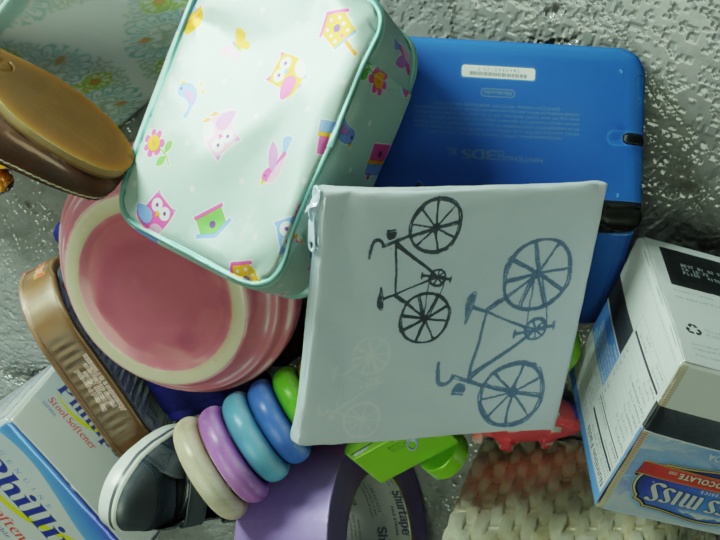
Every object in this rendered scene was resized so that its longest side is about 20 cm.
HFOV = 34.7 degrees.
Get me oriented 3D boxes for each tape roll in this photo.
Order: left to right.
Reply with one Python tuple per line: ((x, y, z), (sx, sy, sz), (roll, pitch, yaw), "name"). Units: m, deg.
((-0.019, 0.233, 0.947), (0.084, 0.200, 0.202), (-6, 117, 25), "tape roll")

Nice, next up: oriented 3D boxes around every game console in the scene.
((0.087, -0.059, 0.804), (0.197, 0.118, 0.174), (3, 83, 1), "game console")

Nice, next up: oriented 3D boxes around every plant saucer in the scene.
((-0.142, 0.006, 0.851), (0.198, 0.051, 0.203), (8, 116, 17), "plant saucer")

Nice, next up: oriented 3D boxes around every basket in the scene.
((0.173, 0.241, 0.884), (0.195, 0.200, 0.163), (-5, 112, 23), "basket")

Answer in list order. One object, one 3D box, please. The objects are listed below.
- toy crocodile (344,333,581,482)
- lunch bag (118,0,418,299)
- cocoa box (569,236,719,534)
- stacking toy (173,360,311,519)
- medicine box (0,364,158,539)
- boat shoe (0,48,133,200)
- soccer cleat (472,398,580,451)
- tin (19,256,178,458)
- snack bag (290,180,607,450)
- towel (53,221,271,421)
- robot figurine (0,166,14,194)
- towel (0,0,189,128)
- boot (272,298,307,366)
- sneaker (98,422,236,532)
((0.072, 0.093, 0.837), (0.199, 0.062, 0.067), (-37, 121, 25), "toy crocodile")
((-0.062, -0.096, 0.737), (0.159, 0.077, 0.202), (23, 91, 29), "lunch bag")
((0.258, 0.088, 0.764), (0.197, 0.134, 0.132), (14, 125, -9), "cocoa box")
((-0.039, 0.100, 0.867), (0.199, 0.085, 0.086), (-33, 106, 1), "stacking toy")
((-0.307, 0.215, 1.109), (0.199, 0.103, 0.183), (-31, 105, 33), "medicine box")
((-0.239, -0.104, 0.735), (0.199, 0.071, 0.071), (35, 119, -1), "boat shoe")
((0.079, 0.094, 0.915), (0.197, 0.078, 0.067), (5, 155, 3), "soccer cleat")
((-0.220, 0.078, 0.991), (0.042, 0.112, 0.201), (-30, 108, 4), "tin")
((0.052, 0.031, 0.735), (0.197, 0.021, 0.191), (-3, 119, -17), "snack bag")
((-0.160, 0.026, 0.948), (0.147, 0.049, 0.202), (-18, 107, 47), "towel")
((-0.331, -0.155, 0.928), (0.143, 0.058, 0.202), (-17, 111, 29), "robot figurine")
((-0.205, -0.164, 0.818), (0.199, 0.170, 0.049), (-33, 67, 35), "towel")
((0.000, 0.000, 0.884), (0.172, 0.069, 0.203), (9, 122, 15), "boot")
((-0.122, 0.166, 0.945), (0.079, 0.199, 0.080), (20, 111, 28), "sneaker")
